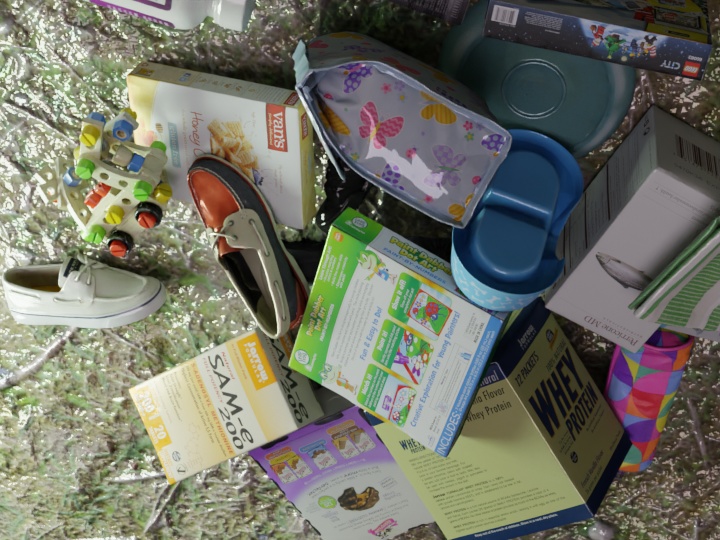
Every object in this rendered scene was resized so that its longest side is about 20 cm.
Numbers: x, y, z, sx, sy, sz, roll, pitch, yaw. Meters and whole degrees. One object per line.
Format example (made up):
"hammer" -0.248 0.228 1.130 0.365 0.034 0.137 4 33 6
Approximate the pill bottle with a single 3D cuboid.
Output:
"pill bottle" -0.194 -0.294 1.327 0.198 0.113 0.113 17 128 -1

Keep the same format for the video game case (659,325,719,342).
"video game case" 0.419 0.026 1.457 0.198 0.018 0.144 14 131 -26

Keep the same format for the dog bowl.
"dog bowl" 0.148 -0.046 1.362 0.110 0.202 0.050 20 145 0

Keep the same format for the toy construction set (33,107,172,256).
"toy construction set" -0.270 -0.089 1.471 0.130 0.093 0.199 33 150 -22

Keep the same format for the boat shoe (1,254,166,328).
"boat shoe" -0.320 0.018 1.611 0.197 0.071 0.070 0 129 19

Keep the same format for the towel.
"towel" 0.374 0.009 1.375 0.198 0.024 0.153 11 131 -37

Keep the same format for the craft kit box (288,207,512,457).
"craft kit box" 0.037 0.065 1.421 0.196 0.049 0.201 28 130 10

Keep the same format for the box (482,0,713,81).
"box" 0.214 -0.238 1.271 0.197 0.137 0.038 12 126 2

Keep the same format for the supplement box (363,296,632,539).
"supplement box" 0.151 0.171 1.538 0.199 0.134 0.201 -25 104 39

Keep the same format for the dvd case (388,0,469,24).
"dvd case" 0.024 -0.328 1.317 0.198 0.016 0.150 18 126 -1

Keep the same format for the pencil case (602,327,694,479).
"pencil case" 0.308 0.135 1.562 0.087 0.089 0.202 12 125 2

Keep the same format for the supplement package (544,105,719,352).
"supplement package" 0.285 -0.039 1.415 0.116 0.118 0.201 25 127 -11

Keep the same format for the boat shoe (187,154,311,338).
"boat shoe" -0.121 -0.025 1.444 0.071 0.063 0.201 -22 103 39

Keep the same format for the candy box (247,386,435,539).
"candy box" -0.010 0.237 1.706 0.166 0.072 0.201 -24 117 25

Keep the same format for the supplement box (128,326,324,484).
"supplement box" -0.158 0.153 1.641 0.199 0.073 0.127 -26 87 27

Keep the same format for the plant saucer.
"plant saucer" 0.172 -0.183 1.390 0.197 0.028 0.202 5 127 7

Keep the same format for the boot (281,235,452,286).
"boot" 0.000 0.000 1.522 0.198 0.067 0.164 -5 164 29

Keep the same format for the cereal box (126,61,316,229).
"cereal box" -0.142 -0.130 1.455 0.198 0.040 0.145 13 128 20

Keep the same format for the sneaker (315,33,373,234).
"sneaker" -0.014 -0.135 1.444 0.104 0.060 0.200 34 121 -14

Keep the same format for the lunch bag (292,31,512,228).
"lunch bag" 0.024 -0.141 1.312 0.199 0.170 0.128 29 103 -13
